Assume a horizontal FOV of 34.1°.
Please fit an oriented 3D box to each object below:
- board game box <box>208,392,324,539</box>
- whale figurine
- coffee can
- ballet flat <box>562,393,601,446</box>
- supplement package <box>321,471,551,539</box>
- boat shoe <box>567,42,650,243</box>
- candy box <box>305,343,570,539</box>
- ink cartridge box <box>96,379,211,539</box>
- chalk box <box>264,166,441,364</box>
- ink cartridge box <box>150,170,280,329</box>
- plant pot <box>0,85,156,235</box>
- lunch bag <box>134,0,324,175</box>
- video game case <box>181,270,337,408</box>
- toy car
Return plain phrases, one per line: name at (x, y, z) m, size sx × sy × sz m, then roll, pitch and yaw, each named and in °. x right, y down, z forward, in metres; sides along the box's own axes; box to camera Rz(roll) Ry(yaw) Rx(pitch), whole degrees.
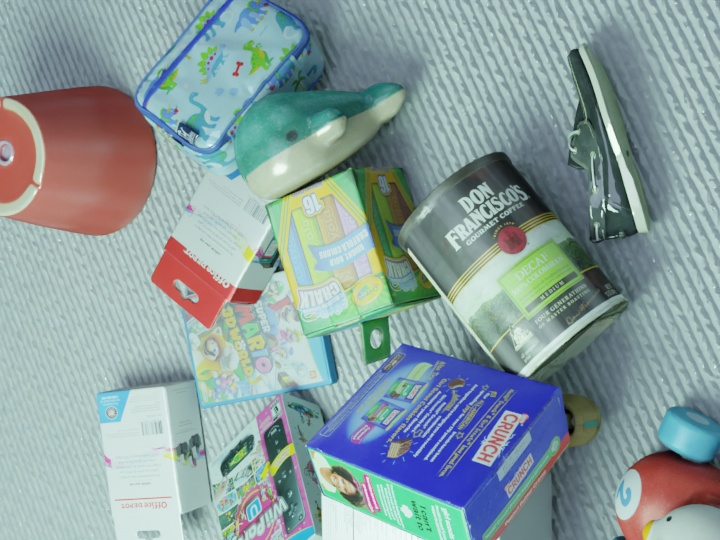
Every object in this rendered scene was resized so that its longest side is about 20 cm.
board game box at (-0.094, 0.266, 1.351) m, size 0.148 × 0.064 × 0.201 m, roll -46°, pitch 41°, yaw 24°
whale figurine at (-0.049, -0.161, 1.283) m, size 0.199 × 0.159 × 0.104 m, roll -32°, pitch 91°, yaw -12°
coffee can at (0.154, 0.002, 1.200) m, size 0.146 × 0.146 × 0.201 m, roll -45°, pitch 73°, yaw 23°
ballet flat at (0.149, 0.152, 1.225) m, size 0.198 × 0.063 × 0.070 m, roll -6°, pitch 87°, yaw 29°
supplement package at (0.081, 0.288, 1.219) m, size 0.198 × 0.151 × 0.153 m, roll 2°, pitch 95°, yaw 29°
boat shoe at (0.237, -0.129, 1.188) m, size 0.067 × 0.072 × 0.202 m, roll -15°, pitch 88°, yaw 25°
candy box at (0.076, 0.168, 1.137) m, size 0.199 × 0.169 × 0.078 m, roll 13°, pitch 134°, yaw 41°
ink cartridge box at (-0.260, 0.247, 1.491) m, size 0.114 × 0.068 × 0.202 m, roll -8°, pitch 89°, yaw 29°
chalk box at (0.000, 0.000, 1.299) m, size 0.123 × 0.124 × 0.202 m, roll -21°, pitch 85°, yaw 28°
ink cartridge box at (-0.152, -0.041, 1.400) m, size 0.116 × 0.067 × 0.201 m, roll 36°, pitch 102°, yaw 24°
plant pot at (-0.387, -0.141, 1.478) m, size 0.198 × 0.177 × 0.203 m, roll 1°, pitch 93°, yaw 29°
lunch bag at (-0.155, -0.222, 1.357) m, size 0.160 × 0.083 × 0.200 m, roll 38°, pitch 84°, yaw 30°
video game case at (-0.127, 0.083, 1.436) m, size 0.198 × 0.018 × 0.145 m, roll -14°, pitch 86°, yaw 29°
toy car at (0.306, 0.252, 1.099) m, size 0.176 × 0.199 × 0.186 m, roll 26°, pitch 105°, yaw 25°
